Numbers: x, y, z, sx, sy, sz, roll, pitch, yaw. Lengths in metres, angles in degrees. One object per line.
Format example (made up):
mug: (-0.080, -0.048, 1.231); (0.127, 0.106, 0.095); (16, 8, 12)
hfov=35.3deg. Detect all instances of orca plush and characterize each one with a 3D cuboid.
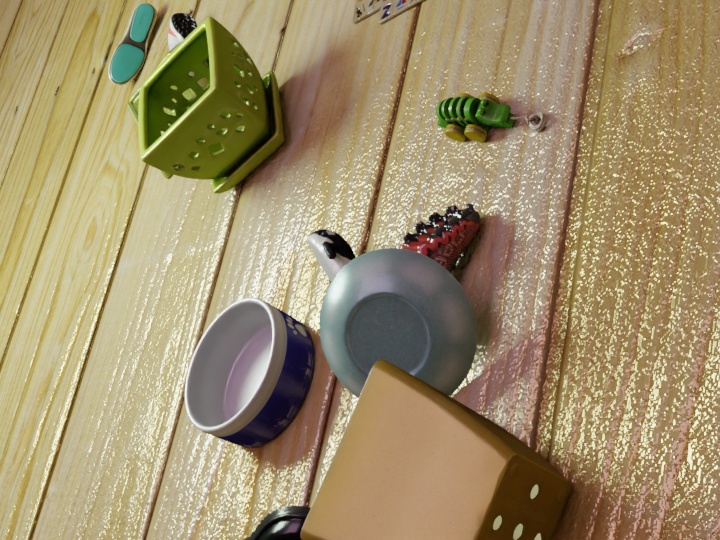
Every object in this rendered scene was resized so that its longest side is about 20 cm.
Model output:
orca plush: (0.000, 0.000, 1.523); (0.071, 0.106, 0.200); (-28, 33, -10)

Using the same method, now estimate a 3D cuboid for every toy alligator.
toy alligator: (0.158, -0.207, 1.484); (0.199, 0.054, 0.060); (9, 74, 52)

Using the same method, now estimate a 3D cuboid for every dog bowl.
dog bowl: (-0.159, 0.145, 1.605); (0.199, 0.079, 0.202); (-30, 45, 35)

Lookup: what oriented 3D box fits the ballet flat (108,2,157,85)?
ballet flat: (-0.495, -0.486, 2.463); (0.069, 0.069, 0.201); (5, 68, 51)

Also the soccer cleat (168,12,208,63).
soccer cleat: (-0.345, -0.422, 2.241); (0.073, 0.068, 0.201); (114, 148, -46)

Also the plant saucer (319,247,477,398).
plant saucer: (0.037, 0.076, 1.341); (0.199, 0.039, 0.203); (4, 101, 20)

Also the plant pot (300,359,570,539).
plant pot: (0.094, 0.235, 1.160); (0.175, 0.200, 0.201); (17, 79, 42)

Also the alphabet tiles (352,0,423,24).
alphabet tiles: (0.063, -0.476, 1.822); (0.199, 0.008, 0.169); (-20, 53, 43)

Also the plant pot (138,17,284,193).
plant pot: (-0.242, -0.263, 1.896); (0.200, 0.181, 0.200); (-38, 41, 28)

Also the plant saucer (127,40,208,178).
plant saucer: (-0.357, -0.313, 2.129); (0.200, 0.048, 0.200); (-44, 58, 20)

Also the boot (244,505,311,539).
boot: (-0.106, 0.395, 1.369); (0.211, 0.079, 0.159); (-45, 30, 37)

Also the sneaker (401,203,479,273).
sneaker: (0.083, 0.002, 1.422); (0.200, 0.098, 0.071); (-42, 21, -14)
